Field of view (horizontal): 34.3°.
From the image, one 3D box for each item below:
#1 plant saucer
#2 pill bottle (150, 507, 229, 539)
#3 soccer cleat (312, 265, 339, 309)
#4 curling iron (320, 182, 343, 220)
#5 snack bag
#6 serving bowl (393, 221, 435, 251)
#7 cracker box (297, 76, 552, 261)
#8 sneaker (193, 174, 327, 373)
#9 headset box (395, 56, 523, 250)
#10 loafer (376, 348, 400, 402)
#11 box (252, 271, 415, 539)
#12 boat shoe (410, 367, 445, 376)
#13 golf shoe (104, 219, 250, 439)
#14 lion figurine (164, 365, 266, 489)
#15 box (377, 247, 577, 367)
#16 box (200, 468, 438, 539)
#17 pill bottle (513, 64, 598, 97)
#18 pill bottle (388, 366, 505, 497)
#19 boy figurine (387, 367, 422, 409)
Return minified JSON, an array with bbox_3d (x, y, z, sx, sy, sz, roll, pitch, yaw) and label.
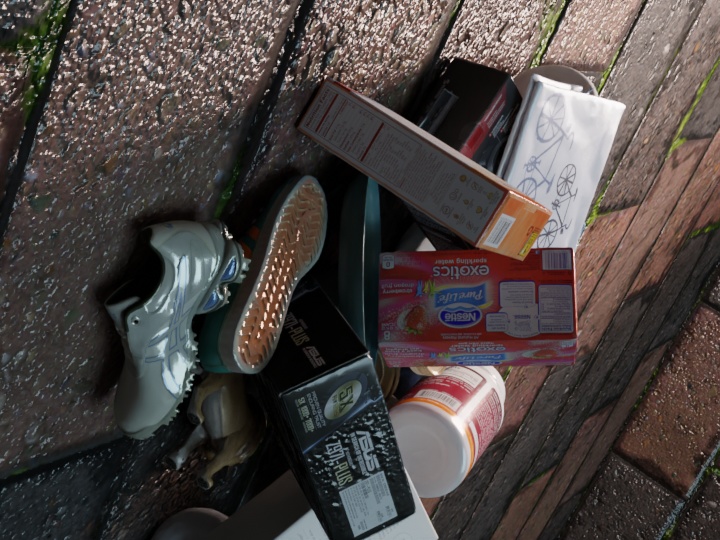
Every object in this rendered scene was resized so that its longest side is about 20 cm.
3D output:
[{"bbox_3d":[0.000,0.000,1.128,0.200,0.027,0.201,0,90,-84],"label":"plant saucer"},{"bbox_3d":[-0.150,0.331,1.280,0.112,0.112,0.200,-52,157,-8],"label":"pill bottle"},{"bbox_3d":[-0.036,0.076,1.219,0.086,0.070,0.200,-44,154,-28],"label":"soccer cleat"},{"bbox_3d":[-0.070,0.003,1.113,0.200,0.026,0.050,-62,162,12],"label":"curling iron"},{"bbox_3d":[0.205,-0.107,1.238,0.200,0.021,0.189,-1,113,-51],"label":"snack bag"},{"bbox_3d":[0.094,0.010,1.354,0.200,0.066,0.201,-21,121,-39],"label":"serving bowl"},{"bbox_3d":[0.058,-0.087,1.023,0.058,0.200,0.134,-58,156,9],"label":"cracker box"},{"bbox_3d":[-0.095,-0.002,1.015,0.071,0.080,0.200,53,49,-41],"label":"sneaker"},{"bbox_3d":[0.112,-0.108,1.204,0.149,0.077,0.200,-57,143,-11],"label":"headset box"},{"bbox_3d":[-0.018,0.151,1.343,0.067,0.076,0.200,-19,139,-53],"label":"loafer"},{"bbox_3d":[-0.036,0.125,1.071,0.086,0.164,0.200,-24,124,-12],"label":"box"},{"bbox_3d":[0.122,0.032,1.293,0.074,0.069,0.200,36,80,-46],"label":"boat shoe"},{"bbox_3d":[-0.174,0.044,0.943,0.097,0.078,0.200,10,110,-43],"label":"golf shoe"},{"bbox_3d":[-0.133,0.119,1.092,0.123,0.072,0.200,-47,152,-42],"label":"lion figurine"},{"bbox_3d":[0.119,0.040,1.192,0.096,0.199,0.100,69,21,-68],"label":"box"},{"bbox_3d":[-0.041,0.271,1.172,0.200,0.097,0.125,-35,111,-28],"label":"box"},{"bbox_3d":[0.224,-0.141,1.379,0.113,0.113,0.200,-49,156,-16],"label":"pill bottle"},{"bbox_3d":[0.101,0.174,1.361,0.200,0.113,0.113,-33,150,-62],"label":"pill bottle"},{"bbox_3d":[0.014,0.180,1.457,0.200,0.064,0.124,-49,-179,-8],"label":"boy figurine"}]
